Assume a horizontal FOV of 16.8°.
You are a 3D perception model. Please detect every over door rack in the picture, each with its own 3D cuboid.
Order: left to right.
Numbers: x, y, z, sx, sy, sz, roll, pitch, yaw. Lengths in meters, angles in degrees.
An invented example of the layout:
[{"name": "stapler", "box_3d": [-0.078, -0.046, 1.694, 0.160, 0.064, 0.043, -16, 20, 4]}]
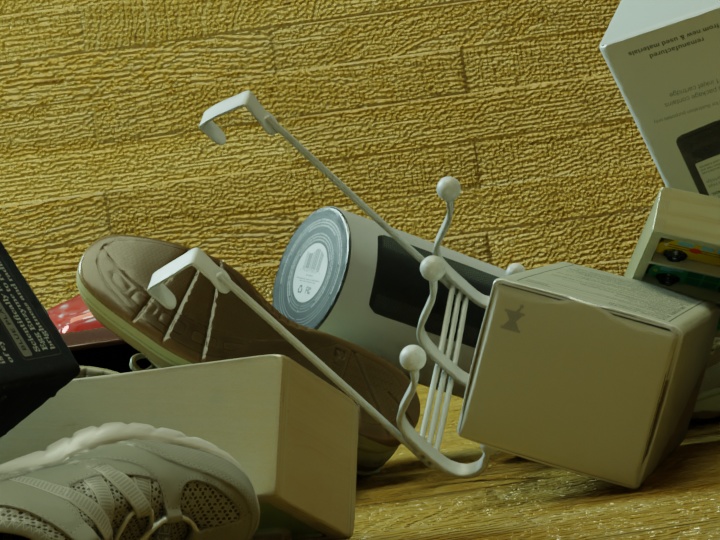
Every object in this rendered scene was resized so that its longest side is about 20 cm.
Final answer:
[{"name": "over door rack", "box_3d": [0.000, 0.000, 1.259, 0.067, 0.200, 0.148, -45, 20, 37]}]

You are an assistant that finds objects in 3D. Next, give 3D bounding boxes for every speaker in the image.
[{"name": "speaker", "box_3d": [0.053, 0.030, 1.401, 0.200, 0.081, 0.081, 20, -14, -29]}]

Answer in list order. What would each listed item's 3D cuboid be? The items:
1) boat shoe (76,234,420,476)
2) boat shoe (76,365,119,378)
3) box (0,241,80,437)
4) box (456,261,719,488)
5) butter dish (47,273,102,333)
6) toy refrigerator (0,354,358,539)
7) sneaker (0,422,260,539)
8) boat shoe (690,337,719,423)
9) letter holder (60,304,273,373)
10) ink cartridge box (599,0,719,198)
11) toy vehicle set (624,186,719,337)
[{"name": "boat shoe", "box_3d": [-0.067, 0.051, 1.312, 0.073, 0.200, 0.063, -60, 1, -42]}, {"name": "boat shoe", "box_3d": [-0.099, 0.093, 1.264, 0.201, 0.072, 0.066, 4, -11, 10]}, {"name": "box", "box_3d": [-0.255, 0.059, 0.985, 0.197, 0.118, 0.200, -38, -11, 20]}, {"name": "box", "box_3d": [0.116, 0.046, 1.195, 0.095, 0.078, 0.200, 16, 6, 14]}, {"name": "butter dish", "box_3d": [-0.265, 0.067, 2.537, 0.200, 0.148, 0.199, -9, 0, -22]}, {"name": "toy refrigerator", "box_3d": [-0.107, 0.091, 1.078, 0.200, 0.070, 0.076, -8, -23, 24]}, {"name": "sneaker", "box_3d": [-0.116, 0.111, 0.930, 0.200, 0.075, 0.082, -3, 31, -39]}, {"name": "boat shoe", "box_3d": [0.152, 0.058, 1.375, 0.200, 0.067, 0.074, -8, 0, -42]}, {"name": "letter holder", "box_3d": [-0.106, 0.080, 1.363, 0.200, 0.101, 0.142, -8, 2, -29]}, {"name": "ink cartridge box", "box_3d": [0.224, -0.084, 1.379, 0.083, 0.200, 0.145, -17, 24, 27]}, {"name": "toy vehicle set", "box_3d": [0.243, 0.012, 1.286, 0.200, 0.027, 0.124, 12, -21, 3]}]
